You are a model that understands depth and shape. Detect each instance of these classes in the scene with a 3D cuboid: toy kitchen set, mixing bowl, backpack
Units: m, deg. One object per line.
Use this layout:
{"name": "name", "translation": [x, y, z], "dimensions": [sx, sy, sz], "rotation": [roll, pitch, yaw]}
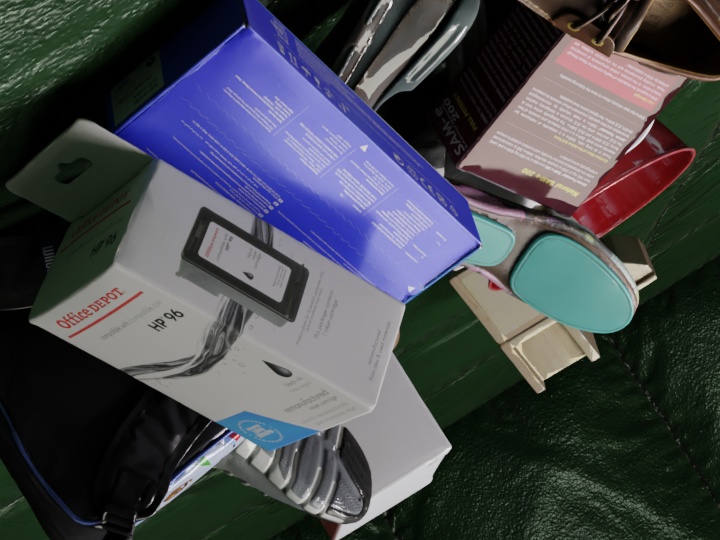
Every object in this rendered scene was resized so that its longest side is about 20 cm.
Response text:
{"name": "toy kitchen set", "translation": [0.198, -0.021, 1.912], "dimensions": [0.163, 0.181, 0.200], "rotation": [-32, -151, 14]}
{"name": "mixing bowl", "translation": [0.160, -0.083, 1.462], "dimensions": [0.199, 0.109, 0.200], "rotation": [-30, 169, -7]}
{"name": "backpack", "translation": [-0.136, 0.052, 1.062], "dimensions": [0.190, 0.201, 0.154], "rotation": [-32, 176, -20]}

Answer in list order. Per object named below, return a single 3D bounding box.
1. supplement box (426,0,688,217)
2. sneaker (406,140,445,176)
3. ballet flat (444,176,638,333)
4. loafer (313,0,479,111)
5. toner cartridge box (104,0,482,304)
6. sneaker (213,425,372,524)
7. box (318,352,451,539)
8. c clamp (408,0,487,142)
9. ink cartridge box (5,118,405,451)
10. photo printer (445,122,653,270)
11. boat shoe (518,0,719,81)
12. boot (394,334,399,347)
{"name": "supplement box", "translation": [0.146, -0.137, 1.130], "dimensions": [0.108, 0.061, 0.200], "rotation": [21, 119, -37]}
{"name": "sneaker", "translation": [0.000, 0.000, 1.091], "dimensions": [0.075, 0.116, 0.200], "rotation": [-6, 166, -32]}
{"name": "ballet flat", "translation": [0.098, -0.023, 1.191], "dimensions": [0.199, 0.071, 0.069], "rotation": [21, 123, -23]}
{"name": "loafer", "translation": [-0.023, -0.101, 0.999], "dimensions": [0.063, 0.072, 0.200], "rotation": [34, 107, -33]}
{"name": "toner cartridge box", "translation": [-0.032, -0.052, 0.952], "dimensions": [0.095, 0.043, 0.200], "rotation": [-35, 128, 18]}
{"name": "sneaker", "translation": [-0.091, 0.126, 1.314], "dimensions": [0.115, 0.200, 0.075], "rotation": [-25, -146, 44]}
{"name": "box", "translation": [-0.027, 0.107, 1.522], "dimensions": [0.106, 0.201, 0.152], "rotation": [-30, 167, -13]}
{"name": "c clamp", "translation": [0.021, -0.091, 1.161], "dimensions": [0.170, 0.027, 0.200], "rotation": [-34, 155, -16]}
{"name": "ink cartridge box", "translation": [-0.092, 0.013, 0.940], "dimensions": [0.116, 0.199, 0.068], "rotation": [-28, -144, 54]}
{"name": "photo printer", "translation": [0.119, -0.090, 1.301], "dimensions": [0.200, 0.070, 0.166], "rotation": [-36, -167, 0]}
{"name": "boat shoe", "translation": [0.139, -0.161, 1.015], "dimensions": [0.199, 0.068, 0.072], "rotation": [19, 121, -34]}
{"name": "boot", "translation": [-0.072, 0.072, 1.334], "dimensions": [0.199, 0.077, 0.155], "rotation": [-25, 163, 13]}
